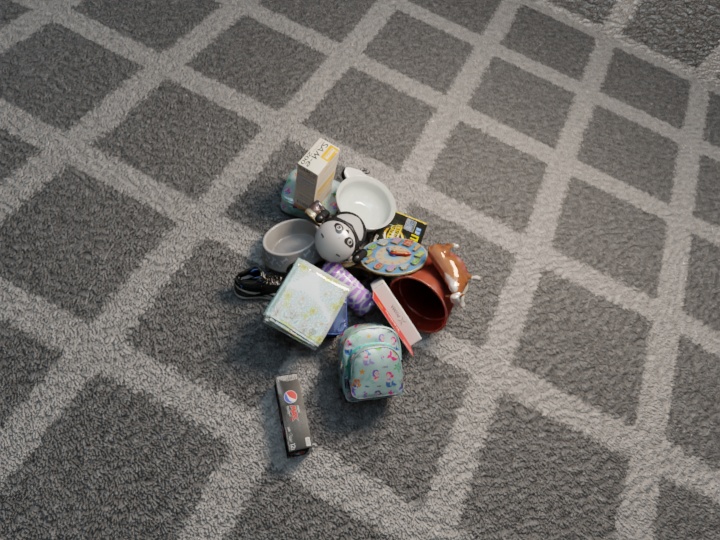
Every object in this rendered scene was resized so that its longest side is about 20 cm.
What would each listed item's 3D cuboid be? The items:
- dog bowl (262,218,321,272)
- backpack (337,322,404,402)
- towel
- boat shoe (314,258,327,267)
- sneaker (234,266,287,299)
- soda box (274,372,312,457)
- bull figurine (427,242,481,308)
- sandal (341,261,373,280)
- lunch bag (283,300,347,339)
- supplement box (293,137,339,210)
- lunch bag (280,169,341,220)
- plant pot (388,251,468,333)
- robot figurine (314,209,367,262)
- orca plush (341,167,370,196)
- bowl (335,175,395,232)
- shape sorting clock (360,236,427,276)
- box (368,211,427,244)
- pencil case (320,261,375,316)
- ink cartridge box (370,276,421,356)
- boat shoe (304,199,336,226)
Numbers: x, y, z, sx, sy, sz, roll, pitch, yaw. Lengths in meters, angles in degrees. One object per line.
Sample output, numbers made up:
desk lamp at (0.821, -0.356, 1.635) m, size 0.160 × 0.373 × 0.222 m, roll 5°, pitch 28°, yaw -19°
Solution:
dog bowl at (-0.203, -0.082, 1.600) m, size 0.200 × 0.059 × 0.200 m, roll -7°, pitch 42°, yaw 6°
backpack at (0.027, 0.242, 1.411) m, size 0.177 × 0.151 × 0.201 m, roll -3°, pitch 88°, yaw -12°
towel at (-0.143, 0.088, 1.414) m, size 0.171 × 0.048 × 0.200 m, roll 31°, pitch 72°, yaw -6°
boat shoe at (-0.101, -0.037, 1.639) m, size 0.200 × 0.072 × 0.065 m, roll -11°, pitch 68°, yaw -12°
sneaker at (-0.262, 0.034, 1.532) m, size 0.199 × 0.112 × 0.073 m, roll -5°, pitch 62°, yaw -16°
soda box at (-0.175, 0.371, 1.373) m, size 0.063 × 0.071 × 0.200 m, roll -7°, pitch 61°, yaw -15°
bull figurine at (0.263, 0.007, 1.491) m, size 0.121 × 0.065 × 0.200 m, roll -9°, pitch 65°, yaw -44°
sandal at (0.000, 0.000, 1.628) m, size 0.200 × 0.080 × 0.054 m, roll -17°, pitch 43°, yaw -15°
lunch bag at (-0.141, 0.124, 1.497) m, size 0.199 × 0.132 × 0.136 m, roll 5°, pitch 75°, yaw -10°
supplement box at (-0.136, -0.282, 1.608) m, size 0.073 × 0.200 × 0.126 m, roll 30°, pitch 59°, yaw 6°
lunch bag at (-0.161, -0.237, 1.739) m, size 0.200 × 0.077 × 0.161 m, roll 18°, pitch 59°, yaw -2°
plant pot at (0.218, 0.050, 1.596) m, size 0.201 × 0.201 × 0.195 m, roll 38°, pitch 51°, yaw 11°
robot figurine at (-0.053, -0.101, 1.528) m, size 0.150 × 0.125 × 0.200 m, roll 11°, pitch 23°, yaw 15°
orca plush at (0.011, -0.287, 1.814) m, size 0.200 × 0.071 × 0.105 m, roll 10°, pitch 73°, yaw -32°
bowl at (0.005, -0.198, 1.705) m, size 0.201 × 0.090 × 0.202 m, roll 9°, pitch 61°, yaw -17°
shape sorting clock at (0.097, -0.045, 1.570) m, size 0.199 × 0.039 × 0.200 m, roll -1°, pitch 31°, yaw 0°
box at (0.116, -0.097, 1.735) m, size 0.159 × 0.049 × 0.200 m, roll 23°, pitch 57°, yaw 0°
pencil case at (-0.034, 0.045, 1.560) m, size 0.200 × 0.084 × 0.086 m, roll 43°, pitch 53°, yaw -7°
ink cartridge box at (0.101, 0.124, 1.489) m, size 0.045 × 0.176 × 0.200 m, roll -34°, pitch 100°, yaw 4°
boat shoe at (-0.087, -0.146, 1.647) m, size 0.065 × 0.200 × 0.072 m, roll -50°, pitch 38°, yaw 4°
